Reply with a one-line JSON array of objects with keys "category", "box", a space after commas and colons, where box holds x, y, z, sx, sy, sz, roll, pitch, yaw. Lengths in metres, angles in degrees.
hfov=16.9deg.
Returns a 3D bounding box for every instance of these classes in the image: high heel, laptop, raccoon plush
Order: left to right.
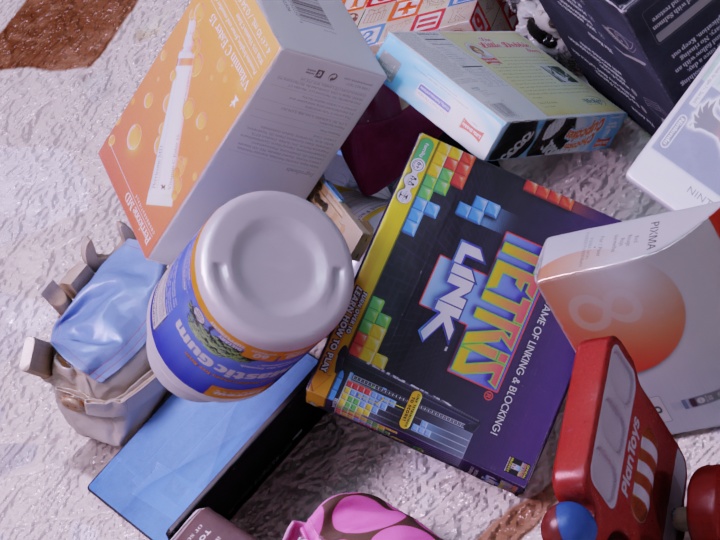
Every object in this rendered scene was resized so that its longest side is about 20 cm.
[{"category": "laptop", "box": [-0.109, 0.109, 1.783, 0.116, 0.200, 0.187, 39, 78, 11]}, {"category": "high heel", "box": [0.054, -0.107, 1.859, 0.067, 0.200, 0.097, -5, 90, 32]}, {"category": "raccoon plush", "box": [0.170, -0.240, 1.949, 0.096, 0.134, 0.200, -22, 14, 35]}]

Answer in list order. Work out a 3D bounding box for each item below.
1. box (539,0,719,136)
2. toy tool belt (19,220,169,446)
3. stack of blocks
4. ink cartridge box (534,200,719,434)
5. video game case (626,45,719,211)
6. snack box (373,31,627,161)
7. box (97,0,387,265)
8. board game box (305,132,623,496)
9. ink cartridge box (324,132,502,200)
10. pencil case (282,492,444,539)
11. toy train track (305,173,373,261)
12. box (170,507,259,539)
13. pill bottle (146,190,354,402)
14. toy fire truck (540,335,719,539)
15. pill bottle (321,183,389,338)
[{"category": "box", "box": [0.219, -0.194, 1.762, 0.117, 0.200, 0.197, -39, 40, -3]}, {"category": "toy tool belt", "box": [-0.186, 0.028, 1.905, 0.124, 0.123, 0.201, 9, 58, 41]}, {"category": "stack of blocks", "box": [0.028, -0.197, 1.999, 0.199, 0.059, 0.115, -11, 37, 28]}, {"category": "ink cartridge box", "box": [0.235, 0.031, 1.569, 0.199, 0.163, 0.050, -10, 40, 29]}, {"category": "video game case", "box": [0.304, -0.094, 1.625, 0.182, 0.023, 0.200, 38, 94, 28]}, {"category": "snack box", "box": [0.104, -0.130, 1.777, 0.116, 0.200, 0.037, 40, 114, 23]}, {"category": "box", "box": [-0.088, -0.111, 1.752, 0.200, 0.097, 0.125, -56, 42, 27]}, {"category": "board game box", "box": [0.075, 0.030, 1.668, 0.164, 0.057, 0.201, 23, 78, 4]}, {"category": "ink cartridge box", "box": [0.011, -0.075, 1.927, 0.199, 0.039, 0.100, 17, 64, 45]}, {"category": "pencil case", "box": [0.031, 0.211, 1.582, 0.200, 0.093, 0.091, 21, 85, 57]}, {"category": "toy train track", "box": [-0.036, -0.070, 1.781, 0.115, 0.032, 0.200, -61, 40, 20]}, {"category": "box", "box": [-0.058, 0.288, 1.535, 0.164, 0.166, 0.200, -49, 42, -15]}, {"category": "pill bottle", "box": [-0.086, 0.028, 1.685, 0.112, 0.112, 0.200, -61, 7, -26]}, {"category": "toy fire truck", "box": [0.157, 0.164, 1.495, 0.112, 0.168, 0.201, -7, 48, 31]}, {"category": "pill bottle", "box": [0.000, 0.000, 1.807, 0.199, 0.112, 0.112, 19, 65, 44]}]
